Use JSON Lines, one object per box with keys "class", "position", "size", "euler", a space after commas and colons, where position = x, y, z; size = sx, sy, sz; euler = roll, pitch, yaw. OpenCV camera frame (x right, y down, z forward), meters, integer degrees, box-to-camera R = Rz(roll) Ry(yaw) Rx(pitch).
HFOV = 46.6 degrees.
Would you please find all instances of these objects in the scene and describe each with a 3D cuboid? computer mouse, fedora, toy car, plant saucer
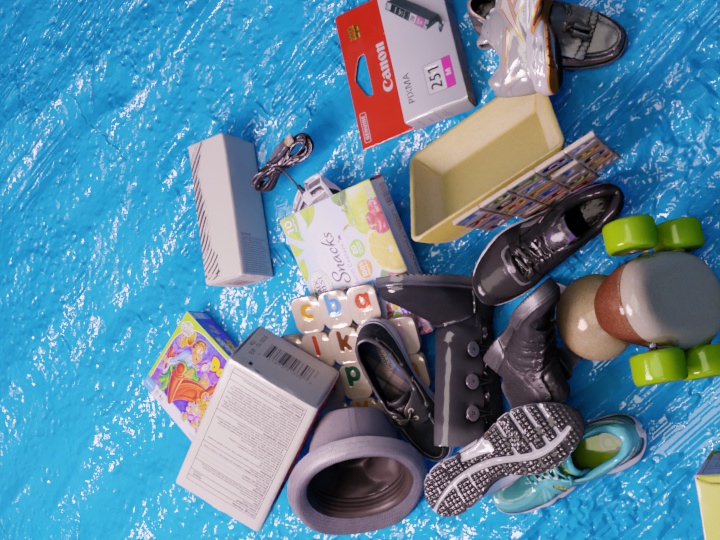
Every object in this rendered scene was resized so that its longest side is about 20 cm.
{"class": "computer mouse", "position": [-0.053, -0.086, 1.126], "size": [0.201, 0.044, 0.110], "euler": [48, 113, 9]}
{"class": "fedora", "position": [-0.007, 0.238, 1.038], "size": [0.172, 0.202, 0.092], "euler": [-10, 47, 0]}
{"class": "toy car", "position": [0.280, 0.049, 0.924], "size": [0.199, 0.155, 0.169], "euler": [-26, 69, 53]}
{"class": "plant saucer", "position": [0.150, -0.124, 0.982], "size": [0.198, 0.048, 0.202], "euler": [-33, 27, 23]}

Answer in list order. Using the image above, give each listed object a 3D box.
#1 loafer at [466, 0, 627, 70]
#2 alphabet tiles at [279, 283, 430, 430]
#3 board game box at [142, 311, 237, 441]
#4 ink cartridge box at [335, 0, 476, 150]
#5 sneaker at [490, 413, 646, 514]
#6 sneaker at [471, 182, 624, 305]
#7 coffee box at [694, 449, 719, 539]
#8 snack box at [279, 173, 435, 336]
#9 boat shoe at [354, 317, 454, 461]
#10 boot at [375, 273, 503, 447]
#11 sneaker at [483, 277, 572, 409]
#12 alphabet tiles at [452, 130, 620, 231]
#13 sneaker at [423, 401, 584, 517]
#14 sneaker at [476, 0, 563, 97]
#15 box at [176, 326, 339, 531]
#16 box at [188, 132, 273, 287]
{"class": "loafer", "position": [0.216, -0.289, 0.997], "size": [0.197, 0.063, 0.074], "euler": [20, 95, 28]}
{"class": "alphabet tiles", "position": [-0.011, 0.117, 1.067], "size": [0.196, 0.015, 0.200], "euler": [-11, 106, 22]}
{"class": "board game box", "position": [-0.210, 0.175, 1.201], "size": [0.199, 0.045, 0.136], "euler": [41, 105, 24]}
{"class": "ink cartridge box", "position": [0.048, -0.284, 1.098], "size": [0.170, 0.043, 0.205], "euler": [-17, 79, 25]}
{"class": "sneaker", "position": [0.226, 0.216, 0.946], "size": [0.198, 0.079, 0.079], "euler": [-34, 72, 23]}
{"class": "sneaker", "position": [0.207, -0.036, 0.943], "size": [0.199, 0.088, 0.076], "euler": [-38, 84, 6]}
{"class": "coffee box", "position": [0.431, 0.269, 0.766], "size": [0.196, 0.197, 0.205], "euler": [-10, 82, 26]}
{"class": "snack box", "position": [0.000, 0.000, 1.065], "size": [0.140, 0.053, 0.204], "euler": [-21, 95, 26]}
{"class": "boat shoe", "position": [0.050, 0.155, 1.020], "size": [0.068, 0.057, 0.203], "euler": [-27, 99, 25]}
{"class": "boot", "position": [0.094, 0.108, 0.991], "size": [0.065, 0.161, 0.206], "euler": [173, 98, -70]}
{"class": "sneaker", "position": [0.199, 0.098, 0.920], "size": [0.104, 0.060, 0.201], "euler": [47, 148, 17]}
{"class": "alphabet tiles", "position": [0.200, -0.088, 0.914], "size": [0.165, 0.199, 0.008], "euler": [-33, 76, 22]}
{"class": "sneaker", "position": [0.161, 0.201, 0.933], "size": [0.198, 0.080, 0.075], "euler": [-33, 77, 22]}
{"class": "sneaker", "position": [0.171, -0.295, 0.951], "size": [0.090, 0.075, 0.206], "euler": [-7, 84, 29]}
{"class": "box", "position": [-0.129, 0.198, 1.060], "size": [0.126, 0.109, 0.203], "euler": [28, 112, 4]}
{"class": "box", "position": [-0.184, -0.083, 1.187], "size": [0.067, 0.082, 0.205], "euler": [-14, 78, 27]}
